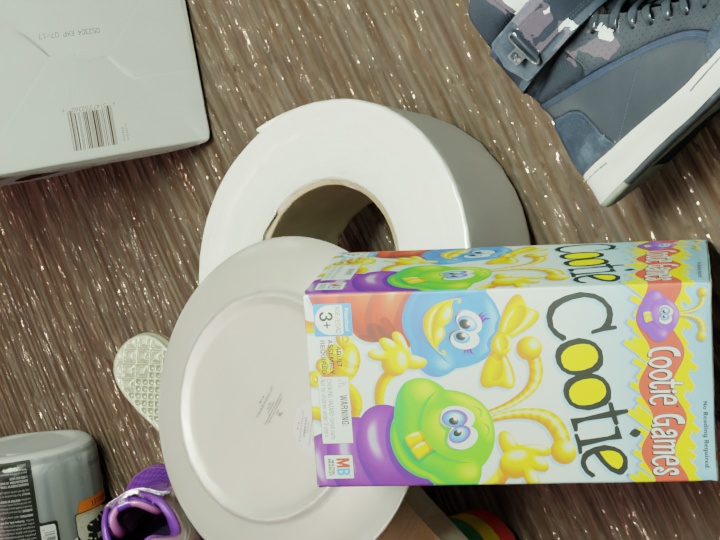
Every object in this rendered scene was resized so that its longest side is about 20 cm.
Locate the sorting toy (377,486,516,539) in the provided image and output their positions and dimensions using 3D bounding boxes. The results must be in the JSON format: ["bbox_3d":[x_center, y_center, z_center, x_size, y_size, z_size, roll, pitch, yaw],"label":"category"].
[{"bbox_3d":[0.017,0.202,1.196,0.199,0.070,0.200,45,132,34],"label":"sorting toy"}]

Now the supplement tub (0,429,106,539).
[{"bbox_3d":[-0.261,0.238,1.519,0.122,0.122,0.200,1,101,52],"label":"supplement tub"}]

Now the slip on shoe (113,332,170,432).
[{"bbox_3d":[-0.099,0.126,1.338,0.074,0.061,0.200,-43,75,12],"label":"slip on shoe"}]

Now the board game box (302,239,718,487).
[{"bbox_3d":[0.080,0.047,0.957,0.200,0.103,0.105,-2,101,10],"label":"board game box"}]

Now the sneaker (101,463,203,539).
[{"bbox_3d":[-0.146,0.183,1.325,0.089,0.080,0.200,54,-175,-24],"label":"sneaker"}]

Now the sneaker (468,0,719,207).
[{"bbox_3d":[0.137,-0.137,0.920,0.146,0.077,0.202,55,140,7],"label":"sneaker"}]

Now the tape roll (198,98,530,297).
[{"bbox_3d":[0.000,0.000,1.107,0.202,0.071,0.203,-3,84,37],"label":"tape roll"}]

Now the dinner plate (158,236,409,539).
[{"bbox_3d":[-0.049,0.079,1.080,0.200,0.024,0.201,-3,86,36],"label":"dinner plate"}]

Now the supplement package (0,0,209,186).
[{"bbox_3d":[-0.250,-0.138,1.337,0.200,0.191,0.147,-6,95,53],"label":"supplement package"}]
